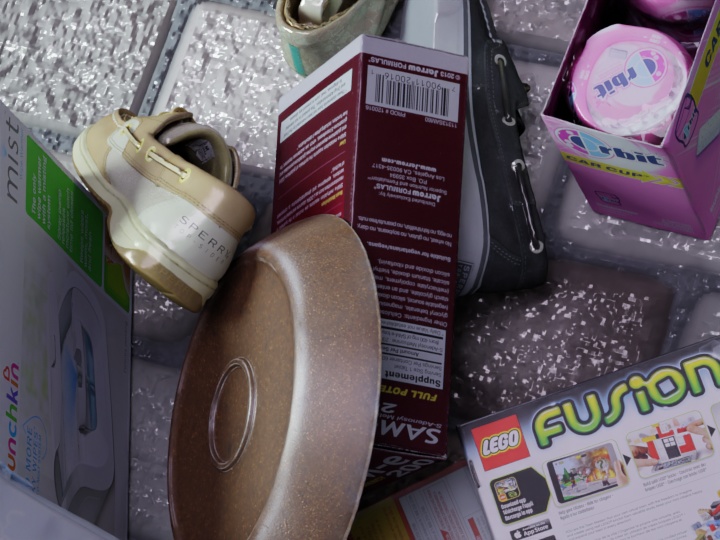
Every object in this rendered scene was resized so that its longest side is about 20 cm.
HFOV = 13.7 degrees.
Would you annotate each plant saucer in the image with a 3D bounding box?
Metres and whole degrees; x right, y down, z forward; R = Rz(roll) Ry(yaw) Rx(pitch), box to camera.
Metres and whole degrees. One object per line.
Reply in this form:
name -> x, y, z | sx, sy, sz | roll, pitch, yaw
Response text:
plant saucer -> -0.047, 0.069, 1.392 | 0.034, 0.200, 0.201 | 11, 65, -24

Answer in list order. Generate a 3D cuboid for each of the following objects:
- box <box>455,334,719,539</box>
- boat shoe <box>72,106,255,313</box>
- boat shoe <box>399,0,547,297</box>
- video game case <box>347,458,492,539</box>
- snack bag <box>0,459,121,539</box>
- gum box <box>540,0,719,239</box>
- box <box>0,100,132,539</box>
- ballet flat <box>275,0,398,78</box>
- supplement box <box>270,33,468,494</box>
box -> 0.155, 0.092, 1.387 | 0.200, 0.035, 0.110 | -19, 63, 2
boat shoe -> -0.090, -0.042, 1.473 | 0.066, 0.074, 0.200 | -48, 26, 6
boat shoe -> 0.056, -0.075, 1.493 | 0.057, 0.069, 0.200 | 5, 62, -16
video game case -> 0.026, 0.175, 1.416 | 0.200, 0.017, 0.143 | -26, 63, 6
snack bag -> -0.156, 0.203, 1.364 | 0.021, 0.189, 0.200 | 18, 78, 38
gum box -> 0.162, -0.131, 1.448 | 0.066, 0.114, 0.200 | 15, 73, 23
box -> -0.187, 0.045, 1.451 | 0.097, 0.176, 0.200 | -7, 65, 15
ballet flat -> 0.013, -0.191, 1.550 | 0.067, 0.062, 0.200 | 16, 73, 23
supplement box -> 0.000, 0.000, 1.434 | 0.061, 0.109, 0.200 | 11, 72, -21
